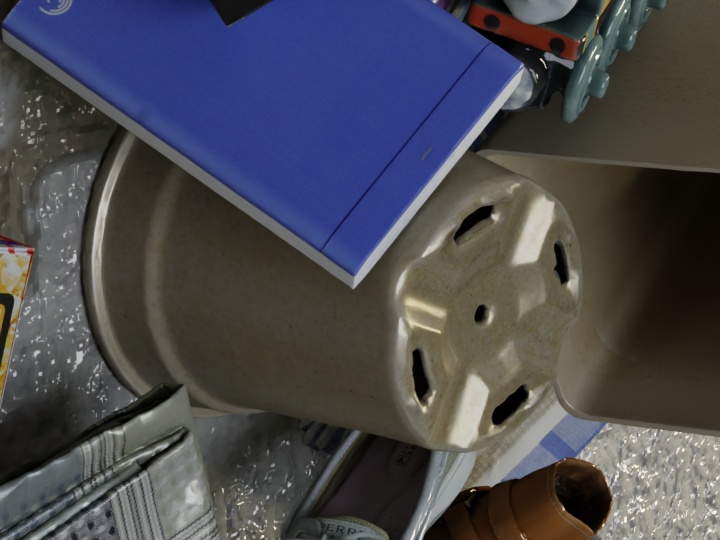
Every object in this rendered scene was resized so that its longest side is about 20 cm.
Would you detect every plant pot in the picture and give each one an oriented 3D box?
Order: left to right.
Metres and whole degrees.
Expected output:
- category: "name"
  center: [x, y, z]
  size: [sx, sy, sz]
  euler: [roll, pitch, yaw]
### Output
- category: "plant pot"
  center: [0.000, 0.000, 1.338]
  size: [0.200, 0.183, 0.201]
  euler: [-20, 118, -42]
- category: "plant pot"
  center: [0.203, -0.042, 1.444]
  size: [0.177, 0.199, 0.200]
  euler: [-59, 142, -36]

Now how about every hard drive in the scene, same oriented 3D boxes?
- category: "hard drive"
  center: [-0.044, -0.099, 1.256]
  size: [0.132, 0.200, 0.025]
  euler: [-51, 169, -21]

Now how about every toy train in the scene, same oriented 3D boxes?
- category: "toy train"
  center: [0.105, -0.156, 1.362]
  size: [0.200, 0.085, 0.114]
  euler: [-53, 160, -53]

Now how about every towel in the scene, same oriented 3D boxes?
- category: "towel"
  center: [-0.131, 0.176, 1.286]
  size: [0.192, 0.034, 0.201]
  euler: [-30, 119, -31]
- category: "towel"
  center: [0.063, 0.073, 1.509]
  size: [0.147, 0.024, 0.200]
  euler: [-46, 142, 3]

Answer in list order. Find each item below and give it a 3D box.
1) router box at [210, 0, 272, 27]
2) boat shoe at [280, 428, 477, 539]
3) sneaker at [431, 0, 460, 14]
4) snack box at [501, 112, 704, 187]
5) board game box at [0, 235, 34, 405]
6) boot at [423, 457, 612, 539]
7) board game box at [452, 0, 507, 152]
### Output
- category: "router box"
  center: [-0.043, -0.232, 1.191]
  size: [0.157, 0.052, 0.200]
  euler: [-30, 104, 8]
- category: "boat shoe"
  center: [0.002, 0.120, 1.374]
  size: [0.202, 0.074, 0.065]
  euler: [-54, 148, -42]
- category: "sneaker"
  center: [0.035, -0.204, 1.356]
  size: [0.200, 0.099, 0.075]
  euler: [-59, 178, -21]
- category: "snack box"
  center: [0.151, -0.091, 1.523]
  size: [0.200, 0.024, 0.072]
  euler: [10, 98, -51]
- category: "board game box"
  center: [-0.233, 0.076, 1.220]
  size: [0.151, 0.046, 0.201]
  euler: [6, 100, -47]
- category: "boot"
  center: [0.044, 0.161, 1.432]
  size: [0.077, 0.155, 0.200]
  euler: [65, 24, 4]
- category: "board game box"
  center: [0.100, -0.167, 1.487]
  size: [0.200, 0.043, 0.199]
  euler: [-52, 135, -20]
